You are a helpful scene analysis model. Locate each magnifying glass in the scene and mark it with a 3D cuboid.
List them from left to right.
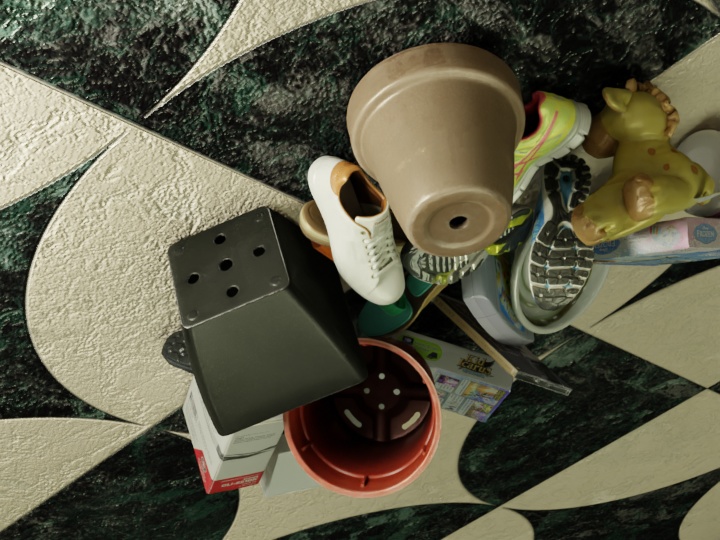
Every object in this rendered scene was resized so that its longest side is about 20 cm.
[{"bbox_3d":[0.000,0.000,1.732,0.022,0.080,0.200,-30,143,18],"label":"magnifying glass"}]

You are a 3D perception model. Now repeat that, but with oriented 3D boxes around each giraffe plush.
[{"bbox_3d":[0.325,-0.137,1.597,0.199,0.163,0.173,-22,173,10],"label":"giraffe plush"}]

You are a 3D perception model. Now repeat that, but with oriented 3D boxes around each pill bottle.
[{"bbox_3d":[0.515,-0.118,1.797,0.199,0.114,0.113,5,142,-36],"label":"pill bottle"}]

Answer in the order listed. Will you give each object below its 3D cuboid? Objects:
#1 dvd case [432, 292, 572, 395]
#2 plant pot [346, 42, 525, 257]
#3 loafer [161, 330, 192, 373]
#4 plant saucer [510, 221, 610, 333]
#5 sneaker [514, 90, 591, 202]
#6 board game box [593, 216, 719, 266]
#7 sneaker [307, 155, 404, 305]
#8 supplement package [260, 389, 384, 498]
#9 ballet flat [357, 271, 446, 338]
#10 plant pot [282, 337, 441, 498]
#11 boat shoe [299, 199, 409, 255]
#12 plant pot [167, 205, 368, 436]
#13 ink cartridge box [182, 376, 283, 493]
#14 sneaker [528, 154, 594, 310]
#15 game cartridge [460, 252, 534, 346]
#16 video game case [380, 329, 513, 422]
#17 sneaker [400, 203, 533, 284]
[{"bbox_3d":[0.193,0.099,1.890,0.148,0.200,0.016,21,107,-49],"label":"dvd case"},{"bbox_3d":[0.093,-0.116,1.458,0.199,0.175,0.201,-6,140,-5],"label":"plant pot"},{"bbox_3d":[-0.169,0.119,1.752,0.200,0.068,0.070,6,146,29],"label":"loafer"},{"bbox_3d":[0.262,-0.014,1.834,0.200,0.050,0.201,-22,125,-35],"label":"plant saucer"},{"bbox_3d":[0.173,-0.145,1.604,0.090,0.078,0.200,23,125,-38],"label":"sneaker"},{"bbox_3d":[0.404,-0.035,1.775,0.199,0.044,0.199,1,173,-42],"label":"board game box"},{"bbox_3d":[0.008,-0.038,1.563,0.073,0.085,0.200,-40,118,-22],"label":"sneaker"},{"bbox_3d":[-0.056,0.250,2.071,0.199,0.111,0.156,-9,149,-18],"label":"supplement package"},{"bbox_3d":[0.077,0.030,1.837,0.063,0.069,0.200,-9,154,-49],"label":"ballet flat"},{"bbox_3d":[0.017,0.174,1.767,0.200,0.201,0.195,-26,-179,11],"label":"plant pot"},{"bbox_3d":[0.002,-0.040,1.666,0.199,0.072,0.065,9,144,-36],"label":"boat shoe"},{"bbox_3d":[-0.129,0.045,1.624,0.199,0.201,0.178,-22,140,5],"label":"plant pot"},{"bbox_3d":[-0.177,0.197,1.878,0.083,0.145,0.200,-8,149,-22],"label":"ink cartridge box"},{"bbox_3d":[0.252,-0.042,1.702,0.078,0.201,0.090,11,162,2],"label":"sneaker"},{"bbox_3d":[0.185,0.026,1.819,0.040,0.134,0.200,-11,155,24],"label":"game cartridge"},{"bbox_3d":[0.117,0.153,1.957,0.180,0.046,0.200,18,160,0],"label":"video game case"},{"bbox_3d":[0.120,-0.043,1.679,0.199,0.085,0.075,-19,127,-33],"label":"sneaker"}]
